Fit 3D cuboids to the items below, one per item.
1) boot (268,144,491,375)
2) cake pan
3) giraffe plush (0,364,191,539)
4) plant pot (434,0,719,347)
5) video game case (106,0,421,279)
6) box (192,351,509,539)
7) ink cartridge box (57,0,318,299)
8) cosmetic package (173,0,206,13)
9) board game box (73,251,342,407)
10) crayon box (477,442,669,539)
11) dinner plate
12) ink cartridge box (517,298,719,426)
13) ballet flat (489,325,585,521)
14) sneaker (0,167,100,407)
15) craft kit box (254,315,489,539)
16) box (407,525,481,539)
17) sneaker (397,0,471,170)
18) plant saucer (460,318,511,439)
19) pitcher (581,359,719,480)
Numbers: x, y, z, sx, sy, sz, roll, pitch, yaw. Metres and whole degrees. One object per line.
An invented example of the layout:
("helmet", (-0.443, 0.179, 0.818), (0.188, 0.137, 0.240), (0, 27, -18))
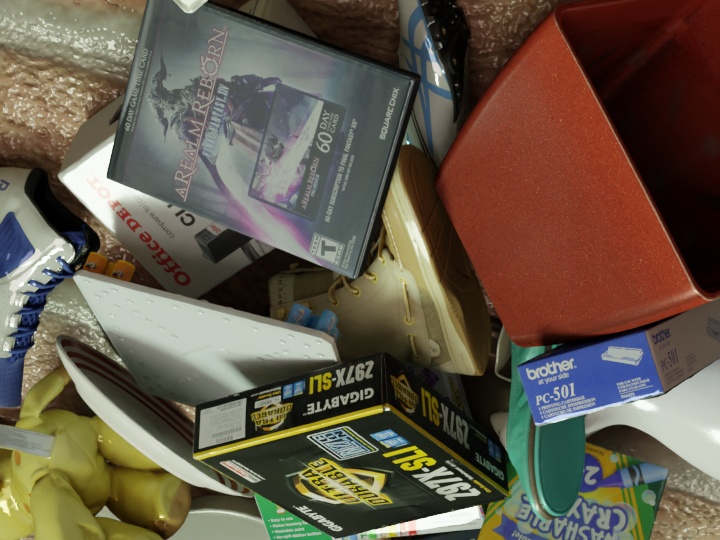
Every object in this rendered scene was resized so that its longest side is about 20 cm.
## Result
("boot", (0.000, 0.000, 1.138), (0.155, 0.073, 0.200), (-3, 134, 23))
("cake pan", (-0.120, 0.282, 1.435), (0.199, 0.037, 0.201), (4, 123, 5))
("giraffe plush", (-0.264, 0.188, 1.338), (0.200, 0.173, 0.162), (35, 143, -27))
("plant pot", (0.170, -0.055, 1.057), (0.176, 0.199, 0.201), (-34, 78, 43))
("video game case", (-0.070, -0.096, 1.065), (0.199, 0.019, 0.144), (21, 108, 15))
("box", (-0.002, 0.134, 1.164), (0.159, 0.050, 0.200), (-18, 146, 23))
("ink cartridge box", (-0.100, -0.087, 1.160), (0.200, 0.084, 0.144), (-31, 114, 25))
("cosmetic package", (-0.076, -0.254, 0.976), (0.105, 0.200, 0.071), (-35, 112, 26))
("board game box", (-0.096, 0.063, 1.178), (0.199, 0.026, 0.200), (13, 154, 16))
("crayon box", (0.148, 0.230, 1.207), (0.125, 0.201, 0.052), (17, 160, 9))
("dinner plate", (-0.167, 0.121, 1.247), (0.200, 0.200, 0.024), (38, 91, -16))
("ink cartridge box", (0.191, 0.055, 1.076), (0.094, 0.200, 0.044), (-18, 89, 29))
("ballet flat", (0.135, 0.093, 1.204), (0.067, 0.201, 0.070), (20, 158, -41))
("sneaker", (-0.261, 0.008, 1.211), (0.114, 0.081, 0.201), (-1, 94, 12))
("craft kit box", (-0.007, 0.124, 1.276), (0.199, 0.049, 0.198), (-10, 107, 23))
("box", (0.093, 0.283, 1.326), (0.199, 0.108, 0.148), (-17, 157, 19))
("sneaker", (0.047, -0.122, 1.127), (0.072, 0.072, 0.201), (-2, 120, 20))
("plant saucer", (0.079, 0.124, 1.309), (0.199, 0.030, 0.201), (4, 124, 5))
("pitcher", (0.281, 0.077, 1.205), (0.199, 0.121, 0.172), (15, 112, 12))
